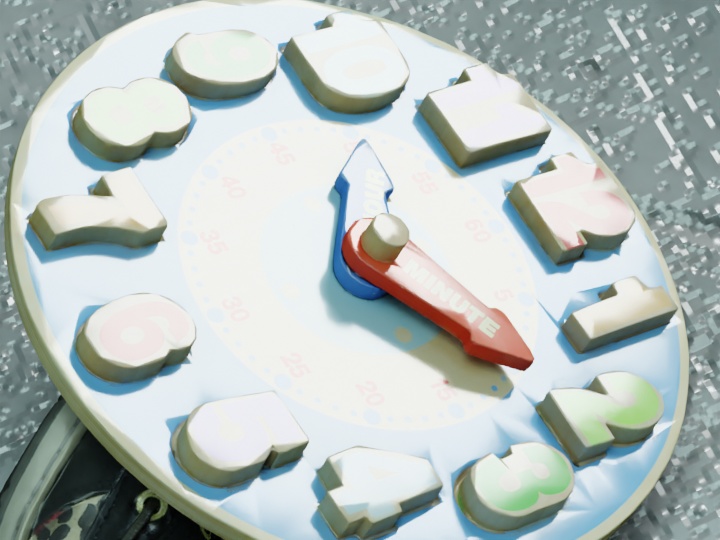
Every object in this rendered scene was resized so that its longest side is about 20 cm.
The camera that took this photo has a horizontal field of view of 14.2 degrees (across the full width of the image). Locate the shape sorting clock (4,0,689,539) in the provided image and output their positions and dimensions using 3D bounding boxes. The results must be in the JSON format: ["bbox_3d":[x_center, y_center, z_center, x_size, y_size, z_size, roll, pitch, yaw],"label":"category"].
[{"bbox_3d":[0.000,0.000,0.798,0.200,0.039,0.200,16,45,-17],"label":"shape sorting clock"}]

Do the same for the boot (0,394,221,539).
[{"bbox_3d":[-0.032,0.108,0.771,0.154,0.074,0.204,25,60,10],"label":"boot"}]
